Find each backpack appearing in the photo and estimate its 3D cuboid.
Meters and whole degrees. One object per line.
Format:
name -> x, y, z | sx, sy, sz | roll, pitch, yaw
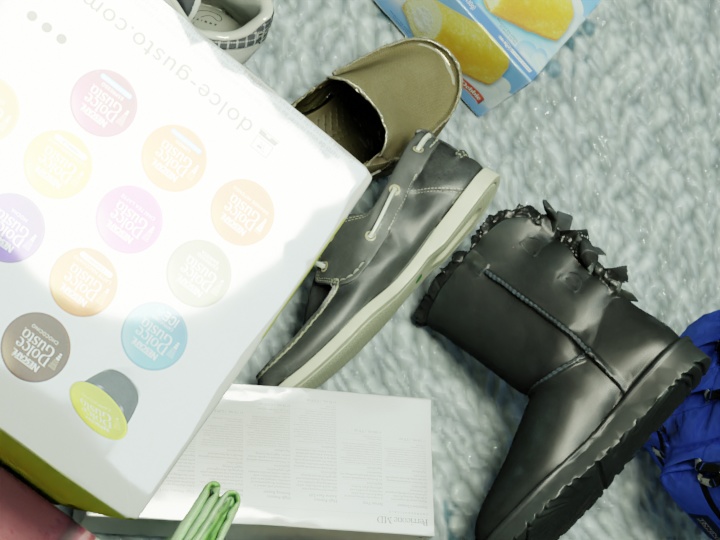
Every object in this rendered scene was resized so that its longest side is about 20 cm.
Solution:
backpack -> 0.265, 0.101, 1.135 | 0.163, 0.200, 0.168 | 48, 65, -12

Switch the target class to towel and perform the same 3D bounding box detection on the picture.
towel -> -0.131, 0.208, 0.892 | 0.031, 0.149, 0.200 | 31, 57, -6

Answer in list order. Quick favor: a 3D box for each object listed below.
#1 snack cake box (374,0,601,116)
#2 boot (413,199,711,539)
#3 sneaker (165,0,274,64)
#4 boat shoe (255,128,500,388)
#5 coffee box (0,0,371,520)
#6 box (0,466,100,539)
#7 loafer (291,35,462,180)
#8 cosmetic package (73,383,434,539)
snack cake box -> 0.060, -0.219, 1.211 | 0.200, 0.067, 0.115 | 46, 57, -8
boot -> 0.099, 0.065, 1.106 | 0.198, 0.073, 0.162 | -47, 66, -3
sneaker -> -0.150, -0.169, 1.062 | 0.199, 0.080, 0.077 | 14, 67, -24
boat shoe -> 0.000, 0.000, 1.086 | 0.068, 0.072, 0.200 | 39, 74, 8
coffee box -> -0.151, -0.017, 0.861 | 0.199, 0.200, 0.198 | 38, 75, -12
box -> -0.229, 0.142, 0.869 | 0.200, 0.128, 0.109 | 39, 57, -13
loafer -> 0.001, -0.092, 1.128 | 0.200, 0.067, 0.076 | -37, 93, -35
cosmetic package -> -0.059, 0.110, 1.012 | 0.199, 0.051, 0.083 | 7, 67, -18
